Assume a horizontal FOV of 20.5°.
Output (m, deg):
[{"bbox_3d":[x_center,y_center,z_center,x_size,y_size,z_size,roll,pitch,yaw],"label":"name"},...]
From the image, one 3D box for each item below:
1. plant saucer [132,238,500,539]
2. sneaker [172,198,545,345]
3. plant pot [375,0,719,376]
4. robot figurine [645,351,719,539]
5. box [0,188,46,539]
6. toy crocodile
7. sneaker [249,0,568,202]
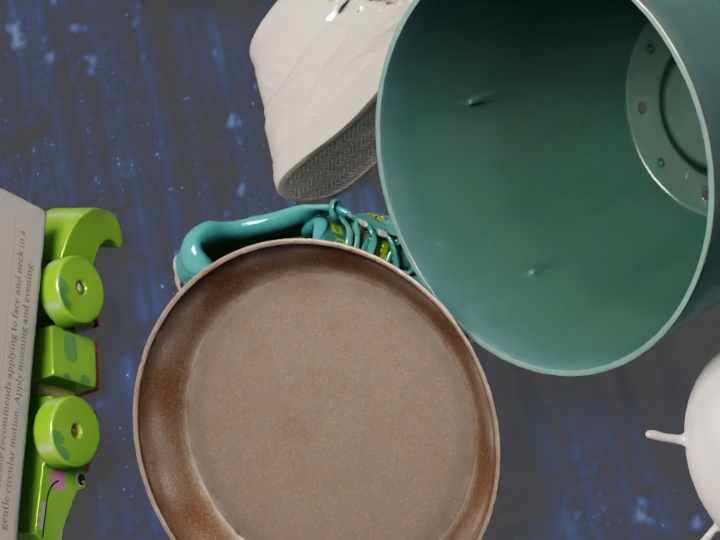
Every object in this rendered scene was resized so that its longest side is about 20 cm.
[{"bbox_3d":[-0.021,0.081,1.004,0.199,0.032,0.202,4,101,20],"label":"plant saucer"},{"bbox_3d":[0.000,0.000,1.041,0.198,0.080,0.078,-4,67,3],"label":"sneaker"},{"bbox_3d":[0.133,-0.066,0.968,0.200,0.160,0.202,16,113,41],"label":"plant pot"},{"bbox_3d":[0.237,0.070,0.929,0.199,0.113,0.171,-21,98,6],"label":"robot figurine"},{"bbox_3d":[-0.285,0.057,1.047,0.199,0.130,0.201,-14,63,33],"label":"box"},{"bbox_3d":[-0.168,0.058,1.086,0.067,0.062,0.202,-14,65,35],"label":"toy crocodile"},{"bbox_3d":[0.015,-0.137,1.075,0.199,0.073,0.116,-33,58,28],"label":"sneaker"}]
